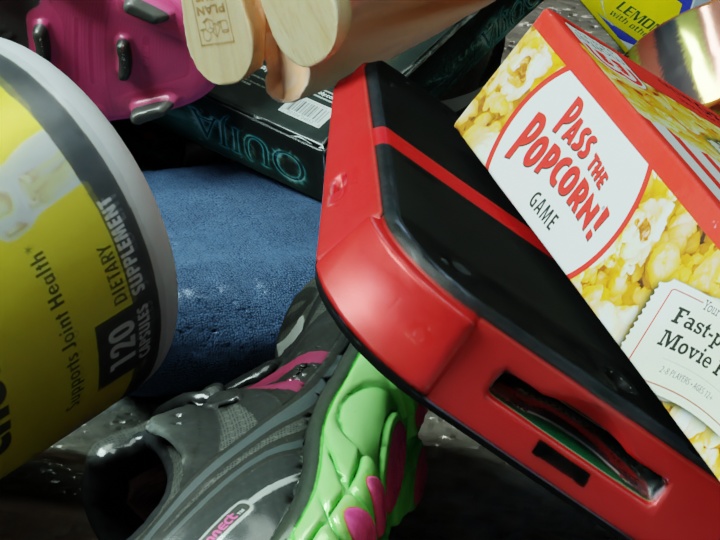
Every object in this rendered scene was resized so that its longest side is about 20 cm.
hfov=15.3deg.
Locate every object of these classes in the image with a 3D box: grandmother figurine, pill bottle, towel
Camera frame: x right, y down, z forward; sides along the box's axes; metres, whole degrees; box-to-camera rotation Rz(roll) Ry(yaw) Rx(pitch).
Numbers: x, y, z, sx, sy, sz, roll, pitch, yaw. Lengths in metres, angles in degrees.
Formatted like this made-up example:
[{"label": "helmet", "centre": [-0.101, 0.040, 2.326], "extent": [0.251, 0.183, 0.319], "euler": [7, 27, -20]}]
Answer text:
[{"label": "grandmother figurine", "centre": [0.037, -0.100, 0.841], "extent": [0.200, 0.061, 0.121], "euler": [-18, 16, -39]}, {"label": "pill bottle", "centre": [-0.153, 0.027, 0.691], "extent": [0.112, 0.112, 0.200], "euler": [24, 46, 39]}, {"label": "towel", "centre": [0.000, 0.000, 0.873], "extent": [0.200, 0.049, 0.112], "euler": [-6, 26, -22]}]

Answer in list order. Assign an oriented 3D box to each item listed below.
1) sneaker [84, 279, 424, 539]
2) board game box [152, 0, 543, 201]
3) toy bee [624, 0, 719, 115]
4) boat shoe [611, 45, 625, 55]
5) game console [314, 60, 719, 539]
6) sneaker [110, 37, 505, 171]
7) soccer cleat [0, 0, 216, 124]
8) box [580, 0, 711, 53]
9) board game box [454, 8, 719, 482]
[{"label": "sneaker", "centre": [-0.028, 0.048, 0.708], "extent": [0.084, 0.077, 0.200], "euler": [5, 20, 8]}, {"label": "board game box", "centre": [-0.050, -0.106, 0.933], "extent": [0.200, 0.028, 0.135], "euler": [26, 52, 27]}, {"label": "toy bee", "centre": [0.170, -0.090, 0.844], "extent": [0.200, 0.109, 0.131], "euler": [-36, 66, -3]}, {"label": "boat shoe", "centre": [0.131, -0.057, 1.029], "extent": [0.200, 0.057, 0.067], "euler": [-22, 70, -38]}, {"label": "game console", "centre": [0.073, 0.028, 0.726], "extent": [0.200, 0.031, 0.177], "euler": [35, 15, -13]}, {"label": "sneaker", "centre": [-0.021, -0.056, 0.971], "extent": [0.200, 0.098, 0.071], "euler": [-34, 53, -23]}, {"label": "soccer cleat", "centre": [-0.134, -0.097, 0.876], "extent": [0.200, 0.070, 0.086], "euler": [4, 41, 11]}, {"label": "box", "centre": [0.134, -0.103, 0.973], "extent": [0.200, 0.070, 0.064], "euler": [51, 38, 12]}, {"label": "board game box", "centre": [0.126, 0.025, 0.707], "extent": [0.151, 0.046, 0.200], "euler": [26, 19, -36]}]
